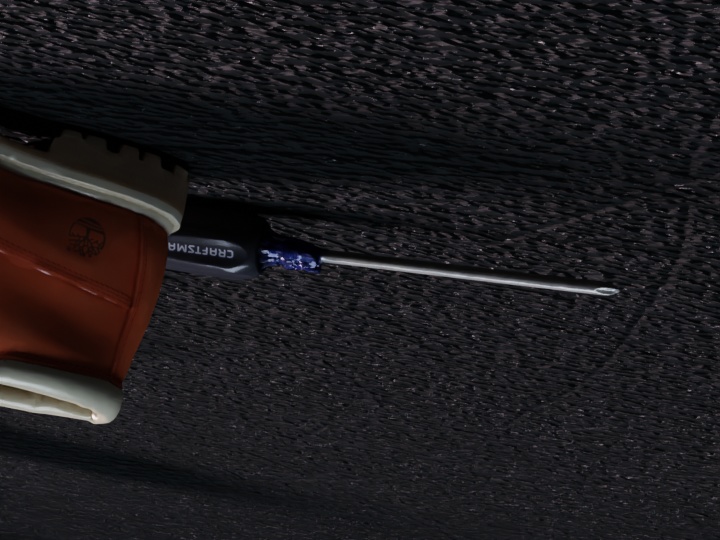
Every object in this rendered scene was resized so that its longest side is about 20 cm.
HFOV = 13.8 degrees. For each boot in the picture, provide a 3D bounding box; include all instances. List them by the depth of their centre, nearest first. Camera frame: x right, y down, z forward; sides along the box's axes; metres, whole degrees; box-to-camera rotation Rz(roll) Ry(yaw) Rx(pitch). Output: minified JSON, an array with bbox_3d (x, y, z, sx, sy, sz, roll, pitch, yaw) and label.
[{"bbox_3d":[-0.164,-0.008,1.055,0.200,0.108,0.075,15,169,-19],"label":"boot"}]

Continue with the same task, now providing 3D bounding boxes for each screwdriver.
[{"bbox_3d":[0.000,0.000,1.129,0.199,0.029,0.028,12,170,18],"label":"screwdriver"}]
